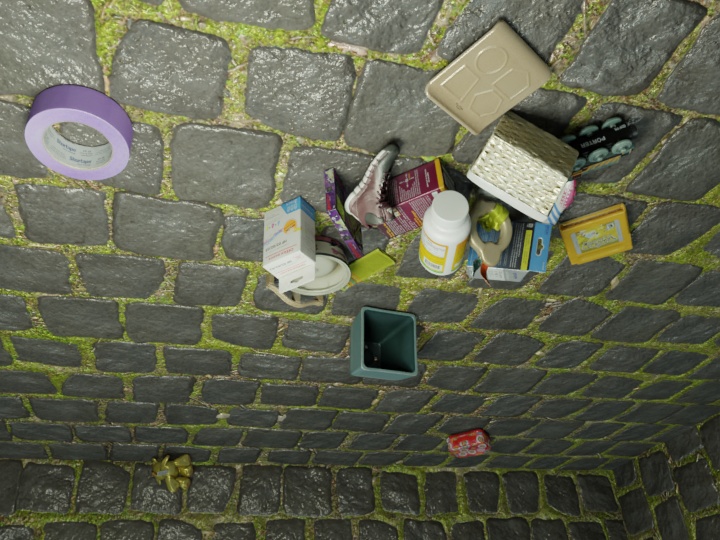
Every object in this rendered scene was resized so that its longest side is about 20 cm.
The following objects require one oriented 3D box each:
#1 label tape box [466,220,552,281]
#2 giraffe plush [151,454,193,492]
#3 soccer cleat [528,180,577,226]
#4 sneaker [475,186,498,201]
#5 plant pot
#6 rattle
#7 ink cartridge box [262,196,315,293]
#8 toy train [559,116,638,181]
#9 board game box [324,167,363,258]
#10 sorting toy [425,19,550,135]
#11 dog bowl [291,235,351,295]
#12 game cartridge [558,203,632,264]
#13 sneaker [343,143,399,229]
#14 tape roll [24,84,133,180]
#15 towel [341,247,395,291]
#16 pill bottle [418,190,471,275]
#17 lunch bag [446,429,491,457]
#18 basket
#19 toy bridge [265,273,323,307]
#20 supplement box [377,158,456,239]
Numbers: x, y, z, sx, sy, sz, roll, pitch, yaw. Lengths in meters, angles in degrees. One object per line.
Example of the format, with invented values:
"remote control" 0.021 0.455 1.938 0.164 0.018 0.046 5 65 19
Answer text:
"label tape box" 0.377 -0.050 1.633 0.194 0.147 0.067 6 151 20
"giraffe plush" -0.910 0.949 3.045 0.159 0.178 0.198 -10 155 41
"soccer cleat" 0.465 -0.171 1.576 0.084 0.072 0.202 -3 147 -3
"sneaker" 0.357 -0.197 1.511 0.197 0.089 0.074 -27 143 33
"plant pot" 0.053 0.253 2.071 0.191 0.201 0.200 10 155 -21
"rattle" 0.283 -0.059 1.563 0.127 0.207 0.141 11 171 -34
"ink cartridge box" -0.170 -0.061 1.546 0.113 0.205 0.068 -21 144 24
"toy train" 0.512 -0.263 1.431 0.195 0.087 0.114 -20 158 7
"board game box" -0.038 -0.132 1.531 0.031 0.123 0.201 -10 146 15
"sorting toy" 0.251 -0.378 1.278 0.183 0.037 0.199 25 132 -37
"dog bowl" -0.122 -0.016 1.739 0.194 0.076 0.202 -3 147 -2
"game cartridge" 0.642 -0.091 1.755 0.172 0.033 0.200 -18 143 20
"sneaker" 0.054 -0.176 1.447 0.075 0.116 0.201 -23 155 -53
"tape roll" -0.565 -0.274 1.305 0.194 0.067 0.202 -3 148 -2
"towel" 0.000 0.000 1.829 0.197 0.018 0.085 -28 141 31
"pill bottle" 0.194 -0.087 1.474 0.107 0.114 0.202 -3 149 -2
"lunch bag" 0.512 0.821 3.069 0.196 0.084 0.176 -20 143 23
"basket" 0.346 -0.224 1.362 0.197 0.136 0.125 32 136 5
"toy bridge" -0.186 0.071 1.868 0.197 0.069 0.027 23 139 -34
"supplement box" 0.123 -0.166 1.528 0.196 0.088 0.110 -20 145 22
